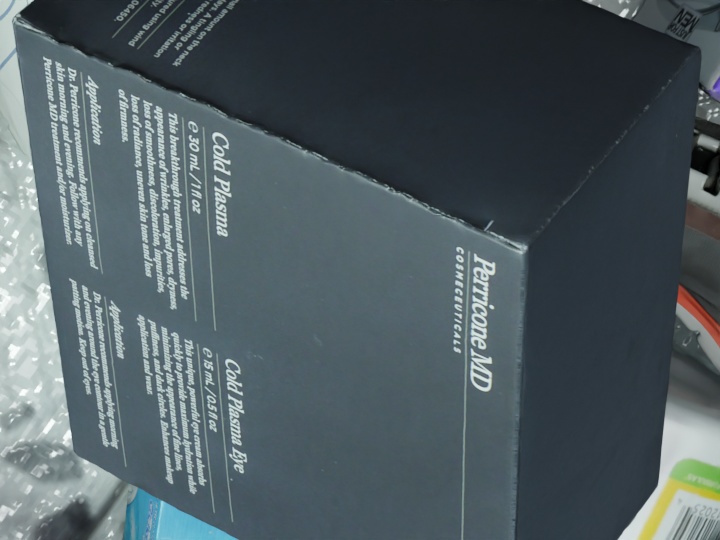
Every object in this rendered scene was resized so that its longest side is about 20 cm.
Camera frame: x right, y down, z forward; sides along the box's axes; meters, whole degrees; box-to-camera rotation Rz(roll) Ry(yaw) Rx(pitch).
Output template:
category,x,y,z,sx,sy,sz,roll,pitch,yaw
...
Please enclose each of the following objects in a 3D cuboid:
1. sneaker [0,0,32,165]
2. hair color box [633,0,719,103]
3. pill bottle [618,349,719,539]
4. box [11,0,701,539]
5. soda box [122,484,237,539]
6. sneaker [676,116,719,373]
category,x,y,z,sx,sy,sz,roll,pitch,yaw
sneaker,-0.089,-0.105,0.880,0.074,0.087,0.201,-9,111,-13
hair color box,0.182,-0.141,0.924,0.065,0.109,0.201,32,99,-16
pill bottle,0.065,0.123,0.985,0.110,0.111,0.201,21,102,-20
box,0.000,0.000,0.844,0.104,0.181,0.201,-46,150,-35
soda box,-0.057,0.150,0.988,0.067,0.064,0.202,4,107,-15
sneaker,0.122,-0.030,0.944,0.199,0.082,0.077,36,54,-13
